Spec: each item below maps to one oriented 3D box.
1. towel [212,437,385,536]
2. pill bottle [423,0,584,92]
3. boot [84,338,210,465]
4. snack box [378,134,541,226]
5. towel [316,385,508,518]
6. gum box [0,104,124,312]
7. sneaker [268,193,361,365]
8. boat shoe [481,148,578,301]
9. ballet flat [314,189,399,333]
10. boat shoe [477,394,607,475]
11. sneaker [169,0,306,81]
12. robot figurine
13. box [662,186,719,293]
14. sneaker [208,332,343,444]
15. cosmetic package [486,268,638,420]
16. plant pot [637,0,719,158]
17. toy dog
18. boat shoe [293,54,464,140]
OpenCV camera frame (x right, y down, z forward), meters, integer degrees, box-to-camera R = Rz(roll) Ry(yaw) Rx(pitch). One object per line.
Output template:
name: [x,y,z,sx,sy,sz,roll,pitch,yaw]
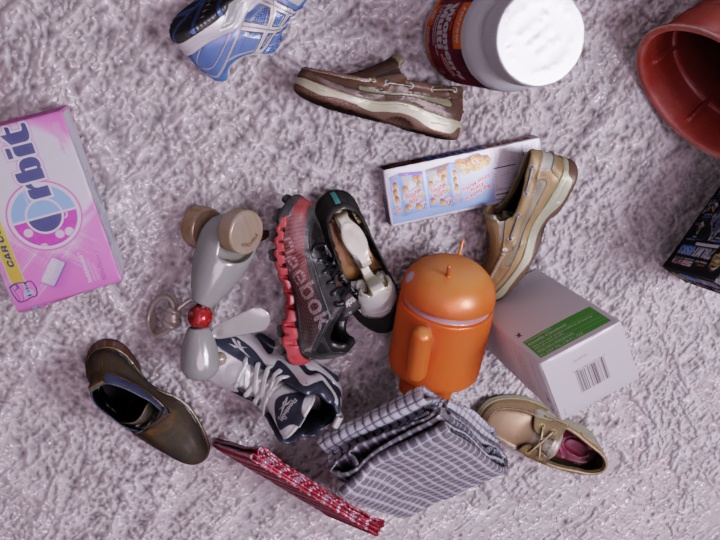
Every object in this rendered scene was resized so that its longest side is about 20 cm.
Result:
towel: [-0.077,0.262,0.952,0.200,0.145,0.023,37,68,-20]
pill bottle: [0.145,-0.244,0.810,0.109,0.200,0.110,-4,107,-12]
boot: [-0.248,0.175,0.901,0.075,0.097,0.200,-39,111,1]
snack box: [0.125,-0.109,0.941,0.200,0.024,0.072,-13,111,-9]
towel: [0.070,0.228,0.943,0.165,0.086,0.200,-30,142,19]
gum box: [-0.335,-0.062,0.824,0.113,0.066,0.200,-17,110,-9]
sneaker: [-0.047,0.012,0.878,0.098,0.071,0.201,1,104,22]
boat shoe: [0.179,-0.057,0.937,0.076,0.072,0.200,17,113,-17]
ballet flat: [0.000,0.000,0.921,0.068,0.068,0.200,-29,111,-5]
boat shoe: [0.251,0.225,1.050,0.200,0.066,0.074,19,101,-18]
sneaker: [-0.102,-0.279,0.820,0.200,0.076,0.077,-34,133,-1]
robot figurine: [0.097,0.064,0.930,0.144,0.117,0.200,-8,123,-27]
box: [0.469,-0.066,0.943,0.050,0.200,0.199,32,96,2]
sneaker: [-0.105,0.138,0.906,0.199,0.130,0.080,29,97,-20]
cosmetic package: [0.225,0.082,0.929,0.107,0.200,0.085,-28,112,-6]
plant pot: [0.463,-0.260,0.887,0.195,0.201,0.201,-43,111,-6]
toy dog: [-0.151,0.017,0.879,0.096,0.132,0.200,5,117,-47]
boat shoe: [0.025,-0.205,0.868,0.202,0.075,0.075,11,97,-26]
